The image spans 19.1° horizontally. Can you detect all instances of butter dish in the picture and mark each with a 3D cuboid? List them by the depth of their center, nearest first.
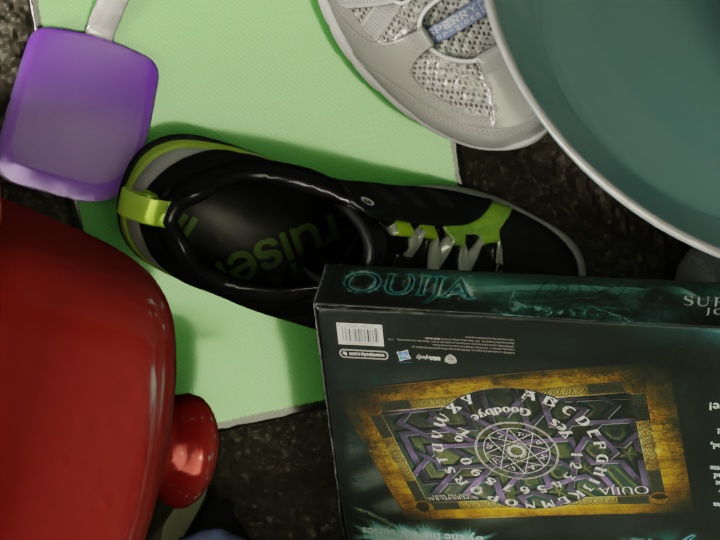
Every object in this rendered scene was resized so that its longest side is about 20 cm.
[{"bbox_3d":[-0.122,0.057,0.777,0.147,0.199,0.201,11,96,-25],"label":"butter dish"}]

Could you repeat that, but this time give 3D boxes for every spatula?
[{"bbox_3d":[-0.088,-0.125,0.819,0.056,0.021,0.201,16,96,-17],"label":"spatula"}]

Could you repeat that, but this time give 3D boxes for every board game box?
[{"bbox_3d":[0.087,0.062,0.781,0.199,0.028,0.136,3,129,11],"label":"board game box"}]

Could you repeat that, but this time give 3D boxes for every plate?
[{"bbox_3d":[0.128,-0.073,0.806,0.200,0.201,0.026,25,136,-12],"label":"plate"}]

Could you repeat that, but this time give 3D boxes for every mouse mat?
[{"bbox_3d":[-0.038,-0.039,0.856,0.160,0.008,0.201,-11,102,-7],"label":"mouse mat"}]

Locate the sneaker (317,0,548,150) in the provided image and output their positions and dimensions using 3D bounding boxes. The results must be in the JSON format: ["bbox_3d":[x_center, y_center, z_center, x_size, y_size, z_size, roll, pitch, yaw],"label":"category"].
[{"bbox_3d":[0.011,-0.128,0.802,0.075,0.082,0.200,-37,100,-3],"label":"sneaker"}]

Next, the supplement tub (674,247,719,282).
[{"bbox_3d":[0.237,0.017,0.849,0.199,0.123,0.123,-19,102,-4],"label":"supplement tub"}]

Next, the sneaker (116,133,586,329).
[{"bbox_3d":[0.000,0.000,0.818,0.199,0.083,0.072,10,98,-18],"label":"sneaker"}]

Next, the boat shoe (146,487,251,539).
[{"bbox_3d":[-0.087,0.153,0.792,0.063,0.201,0.074,47,123,-9],"label":"boat shoe"}]

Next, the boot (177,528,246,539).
[{"bbox_3d":[-0.008,0.178,0.783,0.200,0.073,0.091,47,47,-37],"label":"boot"}]
